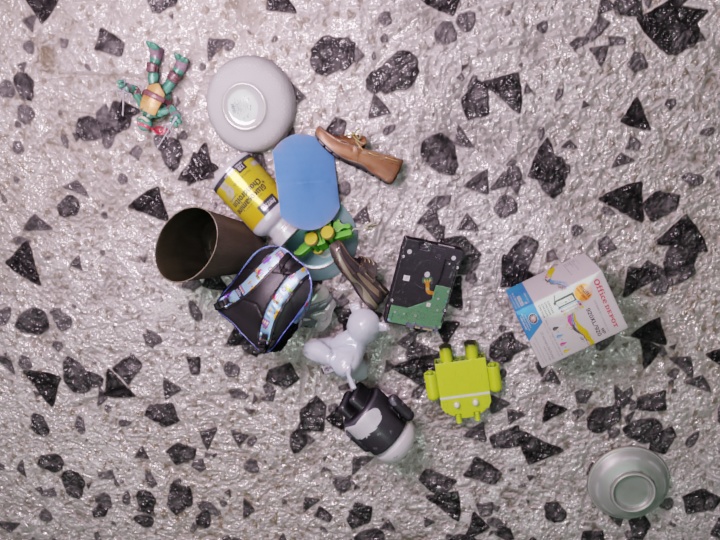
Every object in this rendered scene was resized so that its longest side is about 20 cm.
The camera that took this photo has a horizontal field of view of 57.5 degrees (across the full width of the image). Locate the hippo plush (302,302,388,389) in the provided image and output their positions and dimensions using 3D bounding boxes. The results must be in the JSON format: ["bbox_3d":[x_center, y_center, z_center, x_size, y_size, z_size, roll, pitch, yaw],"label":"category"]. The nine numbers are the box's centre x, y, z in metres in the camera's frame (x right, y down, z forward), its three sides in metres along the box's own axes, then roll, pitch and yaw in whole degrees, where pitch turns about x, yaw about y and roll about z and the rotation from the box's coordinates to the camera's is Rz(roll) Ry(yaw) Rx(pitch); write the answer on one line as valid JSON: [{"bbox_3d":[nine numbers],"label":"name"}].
[{"bbox_3d":[-0.031,0.150,1.478,0.157,0.200,0.163,27,90,9],"label":"hippo plush"}]

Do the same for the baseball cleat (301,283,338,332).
[{"bbox_3d":[-0.140,0.118,1.524,0.198,0.070,0.107,-34,105,16],"label":"baseball cleat"}]

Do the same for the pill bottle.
[{"bbox_3d":[-0.217,-0.148,1.420,0.112,0.112,0.200,-43,93,15],"label":"pill bottle"}]

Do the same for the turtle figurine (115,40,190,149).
[{"bbox_3d":[-0.439,-0.369,1.389,0.147,0.101,0.203,21,92,-17],"label":"turtle figurine"}]

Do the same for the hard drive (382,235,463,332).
[{"bbox_3d":[0.139,0.032,1.479,0.137,0.038,0.204,10,107,-10],"label":"hard drive"}]

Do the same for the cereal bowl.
[{"bbox_3d":[-0.235,-0.348,1.386,0.196,0.083,0.204,1,107,4],"label":"cereal bowl"}]

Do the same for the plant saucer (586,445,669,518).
[{"bbox_3d":[0.653,0.525,1.587,0.196,0.050,0.204,1,107,4],"label":"plant saucer"}]

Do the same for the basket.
[{"bbox_3d":[-0.310,-0.051,1.405,0.179,0.199,0.138,-36,75,21],"label":"basket"}]

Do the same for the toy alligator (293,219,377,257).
[{"bbox_3d":[-0.059,-0.086,1.441,0.197,0.059,0.055,-21,63,10],"label":"toy alligator"}]

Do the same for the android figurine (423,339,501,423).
[{"bbox_3d":[0.242,0.267,1.551,0.178,0.041,0.204,-7,104,7],"label":"android figurine"}]

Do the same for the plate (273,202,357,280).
[{"bbox_3d":[-0.105,-0.072,1.487,0.196,0.026,0.204,1,106,4],"label":"plate"}]

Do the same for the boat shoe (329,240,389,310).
[{"bbox_3d":[0.000,0.000,1.466,0.073,0.074,0.201,-39,127,-6],"label":"boat shoe"}]

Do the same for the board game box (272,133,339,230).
[{"bbox_3d":[-0.123,-0.188,1.410,0.039,0.156,0.204,-2,97,51],"label":"board game box"}]

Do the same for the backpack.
[{"bbox_3d":[-0.190,0.056,1.429,0.182,0.134,0.201,39,93,15],"label":"backpack"}]

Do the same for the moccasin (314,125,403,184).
[{"bbox_3d":[-0.004,-0.258,1.399,0.199,0.074,0.079,27,98,0],"label":"moccasin"}]

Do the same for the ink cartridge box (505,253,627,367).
[{"bbox_3d":[0.442,0.083,1.423,0.197,0.145,0.149,-27,102,11],"label":"ink cartridge box"}]

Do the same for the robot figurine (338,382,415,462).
[{"bbox_3d":[0.041,0.360,1.554,0.200,0.150,0.125,44,69,-8],"label":"robot figurine"}]
